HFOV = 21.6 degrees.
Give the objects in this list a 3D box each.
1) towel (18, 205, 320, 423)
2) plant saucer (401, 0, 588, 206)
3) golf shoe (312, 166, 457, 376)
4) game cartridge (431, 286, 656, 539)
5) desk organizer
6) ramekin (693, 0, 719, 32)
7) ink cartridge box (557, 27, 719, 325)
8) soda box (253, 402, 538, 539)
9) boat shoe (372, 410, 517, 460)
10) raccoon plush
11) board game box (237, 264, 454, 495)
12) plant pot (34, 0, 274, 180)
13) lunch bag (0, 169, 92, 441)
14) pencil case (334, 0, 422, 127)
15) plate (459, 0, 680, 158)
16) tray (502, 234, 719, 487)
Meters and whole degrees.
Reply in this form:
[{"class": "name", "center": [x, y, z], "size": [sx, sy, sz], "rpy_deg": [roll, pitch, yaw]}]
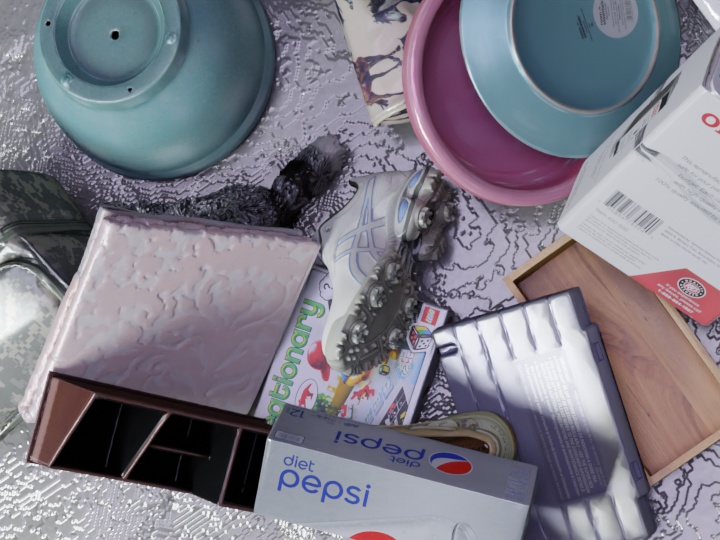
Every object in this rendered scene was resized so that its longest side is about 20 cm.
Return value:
[{"class": "towel", "center": [-0.148, 0.043, 1.473], "size": [0.032, 0.200, 0.191], "rpy_deg": [48, 122, 45]}, {"class": "plant saucer", "center": [0.118, -0.150, 1.484], "size": [0.200, 0.051, 0.201], "rpy_deg": [0, 89, -24]}, {"class": "golf shoe", "center": [0.000, 0.000, 1.499], "size": [0.097, 0.078, 0.200], "rpy_deg": [7, 49, 27]}, {"class": "game cartridge", "center": [0.145, 0.123, 1.472], "size": [0.129, 0.038, 0.200], "rpy_deg": [-17, 91, 22]}, {"class": "desk organizer", "center": [-0.144, 0.136, 1.441], "size": [0.077, 0.200, 0.072], "rpy_deg": [12, 86, 55]}, {"class": "ramekin", "center": [0.300, -0.222, 1.420], "size": [0.098, 0.200, 0.201], "rpy_deg": [-37, 78, 14]}, {"class": "ink cartridge box", "center": [0.263, -0.068, 1.390], "size": [0.147, 0.200, 0.083], "rpy_deg": [34, 51, -8]}, {"class": "soda box", "center": [0.026, 0.163, 1.398], "size": [0.200, 0.063, 0.068], "rpy_deg": [14, 113, 5]}, {"class": "boat shoe", "center": [0.020, 0.152, 1.468], "size": [0.200, 0.063, 0.073], "rpy_deg": [-19, 84, 17]}, {"class": "raccoon plush", "center": [-0.119, -0.052, 1.566], "size": [0.134, 0.097, 0.200], "rpy_deg": [33, 64, 25]}, {"class": "board game box", "center": [-0.015, 0.107, 1.535], "size": [0.126, 0.035, 0.200], "rpy_deg": [18, 89, 13]}, {"class": "plant pot", "center": [-0.183, -0.182, 1.543], "size": [0.200, 0.134, 0.201], "rpy_deg": [-1, 84, 12]}, {"class": "lunch bag", "center": [-0.292, 0.035, 1.533], "size": [0.200, 0.139, 0.168], "rpy_deg": [-40, 77, 18]}, {"class": "pencil case", "center": [0.025, -0.219, 1.536], "size": [0.089, 0.078, 0.200], "rpy_deg": [-16, 81, -6]}, {"class": "plate", "center": [0.170, -0.188, 1.467], "size": [0.200, 0.026, 0.201], "rpy_deg": [1, 88, -24]}, {"class": "tray", "center": [0.211, 0.061, 1.491], "size": [0.099, 0.037, 0.200], "rpy_deg": [-36, 78, 7]}]
